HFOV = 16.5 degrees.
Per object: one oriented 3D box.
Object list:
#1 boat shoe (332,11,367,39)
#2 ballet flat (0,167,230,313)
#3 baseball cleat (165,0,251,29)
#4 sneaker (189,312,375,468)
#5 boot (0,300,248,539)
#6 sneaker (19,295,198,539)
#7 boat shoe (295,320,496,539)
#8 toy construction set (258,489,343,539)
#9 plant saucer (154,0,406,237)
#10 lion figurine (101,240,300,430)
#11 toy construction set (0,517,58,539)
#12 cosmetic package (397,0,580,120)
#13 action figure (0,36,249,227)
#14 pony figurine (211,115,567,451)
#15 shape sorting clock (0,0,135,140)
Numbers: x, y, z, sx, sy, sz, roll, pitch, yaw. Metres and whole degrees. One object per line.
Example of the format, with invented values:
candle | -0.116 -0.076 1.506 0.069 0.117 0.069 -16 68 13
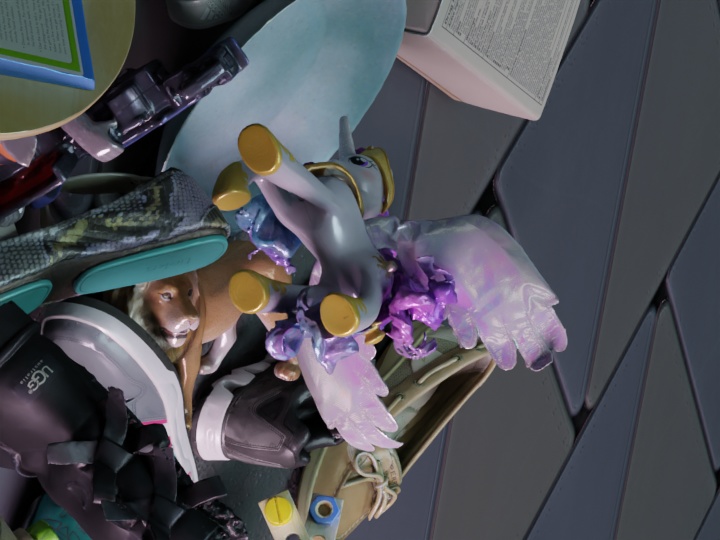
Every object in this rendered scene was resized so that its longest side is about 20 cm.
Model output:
boat shoe | -0.026 -0.230 1.462 0.062 0.072 0.200 -80 169 -49
ballet flat | -0.167 -0.010 1.297 0.200 0.072 0.072 -19 125 -27
baseball cleat | -0.094 -0.184 1.343 0.200 0.070 0.106 -2 106 -60
sneaker | -0.019 0.067 1.590 0.200 0.090 0.066 -44 141 -44
boot | -0.135 0.101 1.252 0.073 0.162 0.198 -46 177 -15
sneaker | -0.154 0.115 1.386 0.200 0.084 0.121 75 31 -47
boat shoe | 0.023 0.115 1.722 0.201 0.063 0.073 -51 145 -37
toy construction set | -0.055 0.241 1.550 0.092 0.131 0.200 83 -5 -64
plant saucer | -0.056 -0.102 1.443 0.201 0.039 0.201 -42 159 -20
lion figurine | -0.089 0.020 1.464 0.200 0.072 0.123 -32 135 -60
toy construction set | -0.205 0.196 1.270 0.200 0.092 0.131 -37 95 -35
cosmetic package | 0.069 -0.178 1.641 0.200 0.073 0.104 29 79 -61
action figure | -0.163 -0.084 1.191 0.105 0.200 0.193 60 15 -5
pony figurine | 0.000 0.000 1.411 0.193 0.167 0.200 64 22 6
shape sorting clock | -0.190 -0.144 1.102 0.200 0.039 0.200 23 49 -30
